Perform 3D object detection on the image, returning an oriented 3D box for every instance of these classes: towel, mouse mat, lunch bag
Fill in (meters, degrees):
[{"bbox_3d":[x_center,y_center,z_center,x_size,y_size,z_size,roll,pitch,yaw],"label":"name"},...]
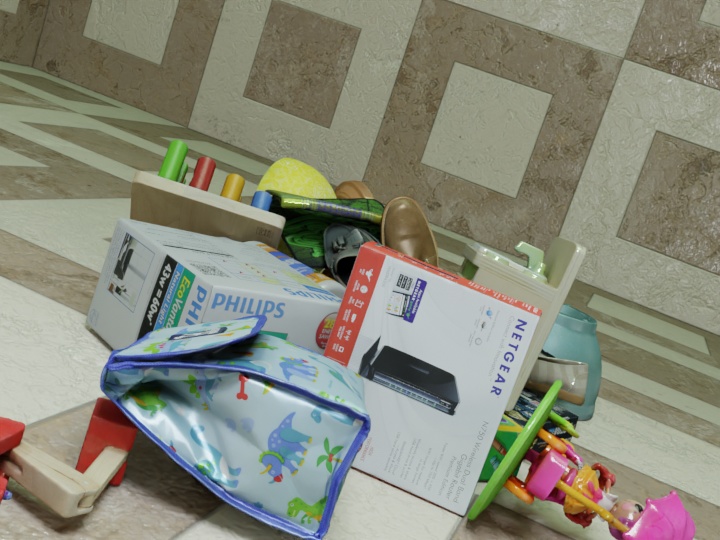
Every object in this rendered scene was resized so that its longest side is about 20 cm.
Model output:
[{"bbox_3d":[-0.024,-0.076,1.329,0.197,0.023,0.143,12,4,-17],"label":"towel"},{"bbox_3d":[-0.025,-0.055,1.379,0.197,0.008,0.162,-3,40,-30],"label":"mouse mat"},{"bbox_3d":[-0.097,0.104,0.787,0.197,0.129,0.170,22,2,-2],"label":"lunch bag"}]

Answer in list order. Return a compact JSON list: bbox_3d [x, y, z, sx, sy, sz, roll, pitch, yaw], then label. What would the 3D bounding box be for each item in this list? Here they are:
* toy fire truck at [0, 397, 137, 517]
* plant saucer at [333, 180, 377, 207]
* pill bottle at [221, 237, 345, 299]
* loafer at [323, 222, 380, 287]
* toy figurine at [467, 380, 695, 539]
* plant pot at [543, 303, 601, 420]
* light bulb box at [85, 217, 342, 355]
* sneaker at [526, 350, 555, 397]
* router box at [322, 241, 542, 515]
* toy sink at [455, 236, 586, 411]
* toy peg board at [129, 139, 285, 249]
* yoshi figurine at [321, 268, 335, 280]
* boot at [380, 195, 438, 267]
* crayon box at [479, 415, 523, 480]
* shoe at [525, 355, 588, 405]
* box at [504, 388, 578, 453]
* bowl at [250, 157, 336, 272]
[{"bbox_3d":[-0.224,0.132,0.658,0.139,0.049,0.200,19,11,-15],"label":"toy fire truck"},{"bbox_3d":[-0.018,-0.039,1.545,0.032,0.204,0.200,-3,19,-23],"label":"plant saucer"},{"bbox_3d":[-0.116,0.031,1.222,0.199,0.114,0.111,27,13,33],"label":"pill bottle"},{"bbox_3d":[0.000,0.000,1.234,0.063,0.072,0.201,35,17,-48],"label":"loafer"},{"bbox_3d":[0.215,0.216,0.907,0.183,0.151,0.200,34,-1,13],"label":"toy figurine"},{"bbox_3d":[0.272,0.115,1.456,0.198,0.136,0.200,19,11,-4],"label":"plant pot"},{"bbox_3d":[-0.146,0.048,1.036,0.197,0.126,0.199,11,14,-43],"label":"light bulb box"},{"bbox_3d":[0.182,0.123,1.342,0.198,0.082,0.074,32,18,7],"label":"sneaker"},{"bbox_3d":[0.054,0.098,0.930,0.177,0.203,0.049,21,9,11],"label":"router box"},{"bbox_3d":[0.158,0.037,1.138,0.111,0.202,0.130,25,6,-4],"label":"toy sink"},{"bbox_3d":[-0.203,-0.074,1.337,0.196,0.099,0.201,17,-31,-5],"label":"toy peg board"},{"bbox_3d":[-0.020,0.059,1.311,0.111,0.114,0.200,-6,25,-30],"label":"yoshi figurine"},{"bbox_3d":[0.073,0.005,1.253,0.072,0.203,0.075,-11,4,-7],"label":"boot"},{"bbox_3d":[0.074,0.155,1.079,0.118,0.059,0.199,11,13,-38],"label":"crayon box"},{"bbox_3d":[0.203,0.120,1.261,0.197,0.054,0.070,18,9,-16],"label":"shoe"},{"bbox_3d":[0.151,0.162,1.224,0.199,0.047,0.158,26,12,33],"label":"box"},{"bbox_3d":[-0.080,-0.060,1.485,0.106,0.203,0.200,13,7,20],"label":"bowl"}]
